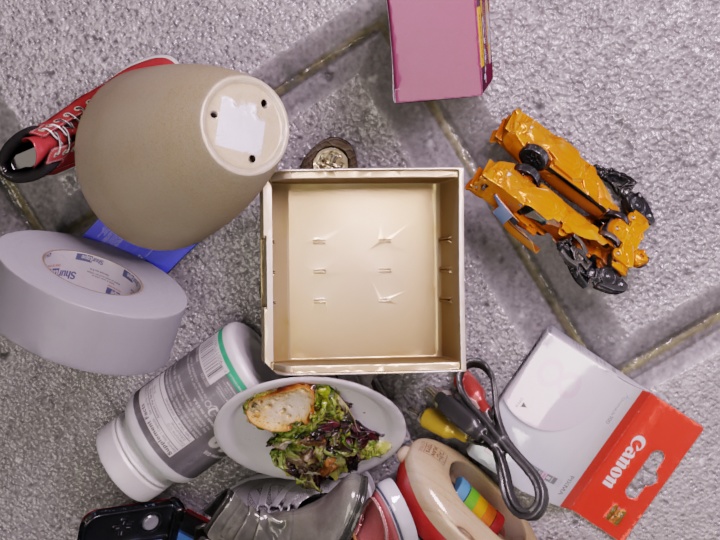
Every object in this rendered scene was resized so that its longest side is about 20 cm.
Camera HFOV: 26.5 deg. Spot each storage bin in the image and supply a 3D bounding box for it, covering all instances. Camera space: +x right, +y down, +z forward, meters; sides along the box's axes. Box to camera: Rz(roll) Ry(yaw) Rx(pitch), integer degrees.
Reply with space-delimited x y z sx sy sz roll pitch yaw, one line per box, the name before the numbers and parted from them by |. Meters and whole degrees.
storage bin | 0.000 0.000 1.540 0.196 0.094 0.203 -1 91 -9

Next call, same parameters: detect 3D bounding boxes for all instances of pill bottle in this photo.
pill bottle | -0.179 0.154 1.637 0.199 0.113 0.114 -36 95 15

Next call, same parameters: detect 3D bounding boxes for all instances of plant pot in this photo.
plant pot | -0.155 -0.122 1.478 0.186 0.199 0.190 3 84 -30

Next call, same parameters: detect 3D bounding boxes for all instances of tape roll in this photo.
tape roll | -0.277 0.031 1.535 0.198 0.200 0.067 21 106 4

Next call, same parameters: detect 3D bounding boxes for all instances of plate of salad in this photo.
plate of salad | -0.051 0.172 1.561 0.198 0.048 0.201 -1 142 -1

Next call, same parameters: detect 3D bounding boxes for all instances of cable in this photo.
cable | 0.139 0.169 1.585 0.097 0.050 0.200 -47 62 2

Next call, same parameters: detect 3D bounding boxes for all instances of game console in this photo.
game console | -0.221 0.364 1.665 0.171 0.119 0.202 -3 120 -35

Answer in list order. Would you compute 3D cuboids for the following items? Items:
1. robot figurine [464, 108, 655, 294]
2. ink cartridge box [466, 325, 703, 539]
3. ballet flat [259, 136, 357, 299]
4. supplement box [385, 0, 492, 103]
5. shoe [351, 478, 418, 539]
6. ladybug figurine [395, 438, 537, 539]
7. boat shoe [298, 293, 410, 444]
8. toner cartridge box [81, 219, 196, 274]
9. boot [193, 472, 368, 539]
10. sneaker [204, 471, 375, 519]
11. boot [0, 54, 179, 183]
robot figurine | 0.207 -0.063 1.532 0.199 0.146 0.058 38 147 -12
ink cartridge box | 0.236 0.178 1.613 0.199 0.057 0.163 34 105 5
ballet flat | -0.057 -0.044 1.609 0.067 0.046 0.202 26 105 2
supplement box | 0.079 -0.227 1.469 0.085 0.200 0.112 -3 101 9
shoe | 0.005 0.295 1.602 0.090 0.201 0.072 -21 57 -15
ladybug figurine | 0.106 0.261 1.607 0.200 0.136 0.072 45 113 -4
boat shoe | -0.006 0.105 1.622 0.065 0.072 0.202 -21 99 8
toner cartridge box | -0.235 -0.033 1.640 0.200 0.043 0.095 -43 95 15
boot | -0.089 0.262 1.570 0.130 0.068 0.200 31 118 -12
sneaker | -0.085 0.260 1.660 0.198 0.082 0.075 -19 99 12
boot | -0.274 -0.152 1.569 0.199 0.144 0.073 -30 94 12
